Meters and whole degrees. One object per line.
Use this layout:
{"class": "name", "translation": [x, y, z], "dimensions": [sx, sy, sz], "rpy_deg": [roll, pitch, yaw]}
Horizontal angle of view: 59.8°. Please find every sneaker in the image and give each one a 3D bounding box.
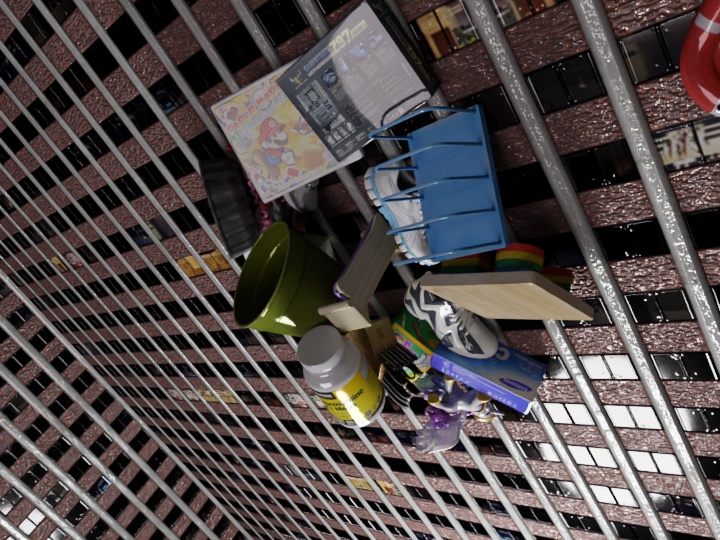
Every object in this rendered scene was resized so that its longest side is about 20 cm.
{"class": "sneaker", "translation": [0.176, 0.071, 1.126], "dimensions": [0.199, 0.079, 0.130], "rpy_deg": [43, 153, 12]}
{"class": "sneaker", "translation": [-0.159, -0.142, 1.212], "dimensions": [0.094, 0.079, 0.203], "rpy_deg": [-14, 114, 4]}
{"class": "sneaker", "translation": [-0.094, -0.183, 1.093], "dimensions": [0.084, 0.077, 0.202], "rpy_deg": [10, 133, 23]}
{"class": "sneaker", "translation": [0.090, -0.095, 1.036], "dimensions": [0.086, 0.075, 0.201], "rpy_deg": [-19, 116, 43]}

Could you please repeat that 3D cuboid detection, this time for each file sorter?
{"class": "file sorter", "translation": [0.104, -0.115, 0.886], "dimensions": [0.138, 0.121, 0.204], "rpy_deg": [-12, 89, 47]}

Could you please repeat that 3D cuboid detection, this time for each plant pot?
{"class": "plant pot", "translation": [-0.105, 0.041, 1.162], "dimensions": [0.191, 0.204, 0.199], "rpy_deg": [25, 151, -29]}

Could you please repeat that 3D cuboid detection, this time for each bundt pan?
{"class": "bundt pan", "translation": [-0.247, -0.128, 1.221], "dimensions": [0.202, 0.075, 0.205], "rpy_deg": [161, 91, -83]}

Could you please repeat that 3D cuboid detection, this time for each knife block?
{"class": "knife block", "translation": [0.039, 0.189, 1.257], "dimensions": [0.199, 0.063, 0.178], "rpy_deg": [-20, 91, 57]}

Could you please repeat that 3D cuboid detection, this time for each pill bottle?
{"class": "pill bottle", "translation": [-0.036, 0.192, 1.142], "dimensions": [0.111, 0.113, 0.201], "rpy_deg": [8, 144, 34]}

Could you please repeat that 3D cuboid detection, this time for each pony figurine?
{"class": "pony figurine", "translation": [0.189, 0.271, 1.269], "dimensions": [0.190, 0.169, 0.201], "rpy_deg": [-6, 150, 14]}

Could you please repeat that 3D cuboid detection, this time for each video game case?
{"class": "video game case", "translation": [-0.119, -0.229, 1.024], "dimensions": [0.197, 0.023, 0.184], "rpy_deg": [-21, 111, 19]}

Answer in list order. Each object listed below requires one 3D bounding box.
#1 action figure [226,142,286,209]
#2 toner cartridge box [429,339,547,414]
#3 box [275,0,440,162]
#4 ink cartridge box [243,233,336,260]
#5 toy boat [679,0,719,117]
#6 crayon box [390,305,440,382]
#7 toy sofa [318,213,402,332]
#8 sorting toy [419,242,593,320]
{"class": "action figure", "translation": [-0.192, -0.210, 1.104], "dimensions": [0.064, 0.099, 0.203], "rpy_deg": [-18, 97, 17]}
{"class": "toner cartridge box", "translation": [0.239, 0.178, 1.173], "dimensions": [0.198, 0.095, 0.044], "rpy_deg": [25, 140, 17]}
{"class": "box", "translation": [-0.007, -0.274, 0.915], "dimensions": [0.199, 0.051, 0.158], "rpy_deg": [-28, 110, 38]}
{"class": "ink cartridge box", "translation": [-0.148, -0.021, 1.316], "dimensions": [0.197, 0.068, 0.118], "rpy_deg": [10, 135, 31]}
{"class": "toy boat", "translation": [0.386, -0.230, 0.588], "dimensions": [0.129, 0.131, 0.202], "rpy_deg": [27, 142, 14]}
{"class": "crayon box", "translation": [0.092, 0.166, 1.317], "dimensions": [0.118, 0.058, 0.200], "rpy_deg": [38, 143, 1]}
{"class": "toy sofa", "translation": [0.000, 0.000, 1.101], "dimensions": [0.082, 0.201, 0.098], "rpy_deg": [-17, 125, 46]}
{"class": "sorting toy", "translation": [0.230, 0.018, 0.970], "dimensions": [0.197, 0.071, 0.199], "rpy_deg": [-3, 160, 44]}
